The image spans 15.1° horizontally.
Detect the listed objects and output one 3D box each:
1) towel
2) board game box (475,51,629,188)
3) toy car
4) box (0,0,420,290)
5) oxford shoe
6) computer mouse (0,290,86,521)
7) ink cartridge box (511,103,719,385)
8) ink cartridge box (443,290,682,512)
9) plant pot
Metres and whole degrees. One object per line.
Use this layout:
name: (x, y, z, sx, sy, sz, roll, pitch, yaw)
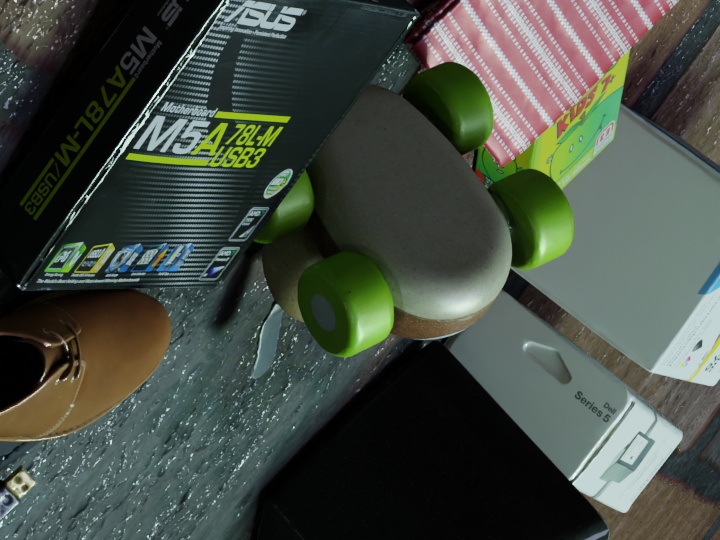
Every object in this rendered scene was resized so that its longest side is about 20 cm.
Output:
towel: (0.125, -0.169, 1.642, 0.200, 0.022, 0.145, -44, 137, -2)
board game box: (0.129, -0.127, 1.783, 0.102, 0.048, 0.200, -43, 158, -25)
toy car: (0.000, 0.000, 1.591, 0.164, 0.158, 0.200, -25, 160, -31)
box: (-0.080, -0.076, 1.380, 0.193, 0.048, 0.200, -50, 159, 18)
oxford shoe: (-0.159, 0.049, 1.351, 0.071, 0.072, 0.200, -21, 180, 44)
computer mouse: (-0.185, 0.093, 1.459, 0.200, 0.046, 0.140, -51, 159, -6)
ink cartridge box: (0.229, -0.016, 2.043, 0.147, 0.146, 0.200, -55, 160, 8)
ink cartridge box: (0.151, 0.100, 2.066, 0.084, 0.145, 0.200, -52, 160, 2)
plant pot: (0.032, 0.209, 1.941, 0.177, 0.200, 0.200, -26, 149, -31)
